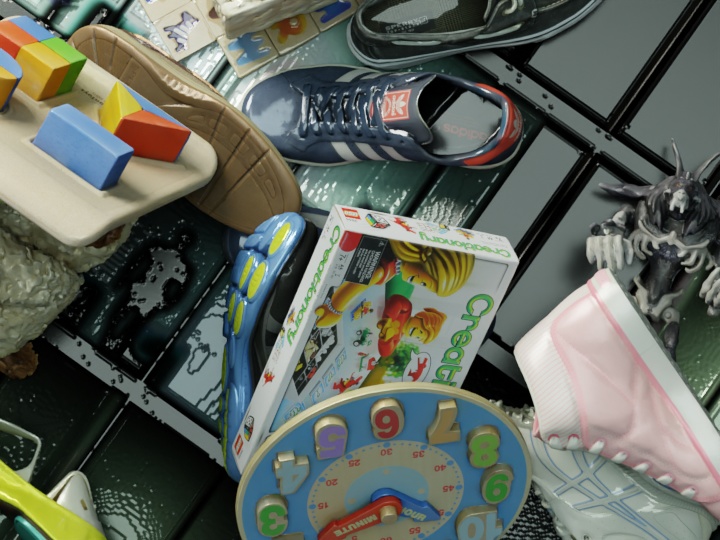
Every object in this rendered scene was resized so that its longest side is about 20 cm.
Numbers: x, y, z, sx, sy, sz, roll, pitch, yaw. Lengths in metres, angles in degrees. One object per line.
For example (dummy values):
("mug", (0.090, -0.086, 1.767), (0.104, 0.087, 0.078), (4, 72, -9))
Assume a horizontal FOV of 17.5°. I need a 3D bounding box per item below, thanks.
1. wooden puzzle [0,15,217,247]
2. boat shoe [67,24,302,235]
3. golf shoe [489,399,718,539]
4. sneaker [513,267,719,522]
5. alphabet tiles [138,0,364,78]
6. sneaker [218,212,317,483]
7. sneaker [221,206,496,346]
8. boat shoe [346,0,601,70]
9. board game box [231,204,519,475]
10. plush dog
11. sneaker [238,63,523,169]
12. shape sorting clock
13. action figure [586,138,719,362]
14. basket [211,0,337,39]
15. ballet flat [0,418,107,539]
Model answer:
("wooden puzzle", (-0.197, -0.103, 1.495), (0.185, 0.200, 0.046), (35, 115, 8))
("boat shoe", (-0.114, -0.101, 1.616), (0.200, 0.072, 0.072), (37, 110, 9))
("golf shoe", (0.147, 0.152, 1.598), (0.200, 0.078, 0.097), (21, 91, 2))
("sneaker", (0.176, 0.106, 1.536), (0.105, 0.075, 0.200), (-34, 99, 5))
("alphabet tiles", (-0.070, -0.239, 1.661), (0.200, 0.006, 0.166), (-30, 86, -3))
("sneaker", (-0.050, 0.052, 1.589), (0.083, 0.071, 0.200), (0, 112, -14))
("sneaker", (0.000, 0.000, 1.603), (0.200, 0.082, 0.070), (18, 85, 1))
("boat shoe", (0.088, -0.187, 1.625), (0.200, 0.071, 0.072), (-21, 86, -3))
("board game box", (0.008, 0.057, 1.536), (0.126, 0.035, 0.200), (10, 120, -24))
("plush dog", (-0.217, -0.024, 1.577), (0.172, 0.200, 0.160), (-39, 120, 6))
("sneaker", (0.014, -0.110, 1.612), (0.200, 0.085, 0.075), (1, 85, 0))
("shape sorting clock", (0.017, 0.151, 1.555), (0.200, 0.200, 0.039), (-13, 47, -2))
("action figure", (0.207, 0.007, 1.596), (0.119, 0.102, 0.200), (15, 88, 2))
("basket", (-0.030, -0.249, 1.595), (0.200, 0.136, 0.123), (-20, 90, -2))
("ballet flat", (-0.227, 0.152, 1.601), (0.200, 0.067, 0.067), (36, 72, 3))
